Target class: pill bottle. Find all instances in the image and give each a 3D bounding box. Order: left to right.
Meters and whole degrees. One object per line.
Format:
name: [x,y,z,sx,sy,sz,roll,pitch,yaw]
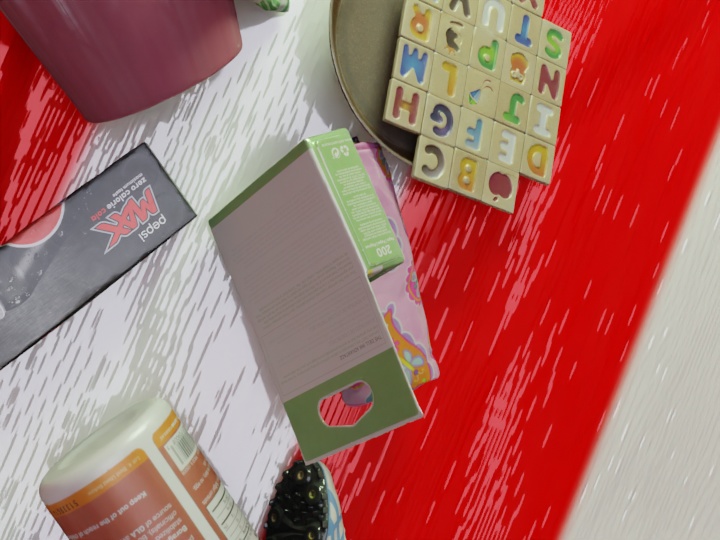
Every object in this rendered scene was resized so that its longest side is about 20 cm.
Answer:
pill bottle: [-0.136,0.205,0.773,0.111,0.112,0.202,-34,99,-11]

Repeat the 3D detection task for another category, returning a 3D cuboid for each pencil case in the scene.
pencil case: [0.000,0.000,0.824,0.086,0.087,0.204,-17,94,-13]

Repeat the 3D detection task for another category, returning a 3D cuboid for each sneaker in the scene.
sneaker: [-0.027,0.249,0.834,0.072,0.071,0.204,-2,83,-53]

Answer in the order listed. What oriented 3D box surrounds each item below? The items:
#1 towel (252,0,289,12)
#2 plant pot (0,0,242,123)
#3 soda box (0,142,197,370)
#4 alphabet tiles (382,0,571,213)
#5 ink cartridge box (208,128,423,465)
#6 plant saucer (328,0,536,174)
towel: [-0.081,-0.268,0.738,0.023,0.200,0.156,-6,93,5]
plant pot: [-0.172,-0.212,0.727,0.198,0.200,0.181,-29,113,-12]
soda box: [-0.218,-0.006,0.774,0.199,0.063,0.071,-39,100,-11]
alphabet tiles: [0.097,-0.155,0.839,0.164,0.006,0.204,17,77,-29]
ink cartridge box: [-0.025,0.022,0.762,0.048,0.145,0.203,-19,82,-43]
plant saucer: [0.054,-0.175,0.836,0.197,0.032,0.205,4,83,-30]
